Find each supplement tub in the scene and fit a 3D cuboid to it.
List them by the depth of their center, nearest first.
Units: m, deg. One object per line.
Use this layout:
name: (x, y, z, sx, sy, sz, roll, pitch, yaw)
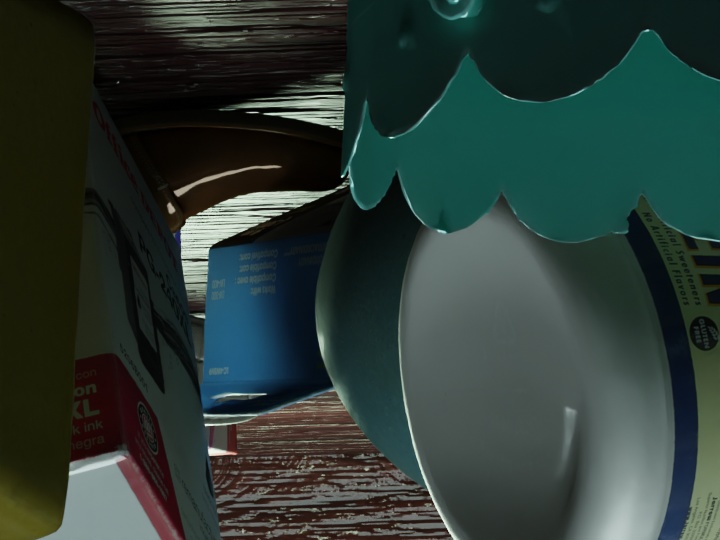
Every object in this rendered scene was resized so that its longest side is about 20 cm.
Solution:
supplement tub: (0.128, 0.025, 0.916, 0.199, 0.146, 0.145, -9, 176, -27)

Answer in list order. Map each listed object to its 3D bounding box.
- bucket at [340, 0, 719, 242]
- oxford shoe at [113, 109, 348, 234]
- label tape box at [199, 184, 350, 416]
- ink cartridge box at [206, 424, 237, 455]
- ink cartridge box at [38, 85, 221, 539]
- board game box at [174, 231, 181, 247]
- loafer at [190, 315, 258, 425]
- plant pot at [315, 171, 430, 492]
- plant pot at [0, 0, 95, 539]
bucket: (0.087, -0.088, 0.669, 0.205, 0.136, 0.207, -1, 171, 0)
oxford shoe: (-0.096, -0.034, 1.224, 0.198, 0.072, 0.071, -5, 170, 9)
label tape box: (0.000, 0.000, 1.207, 0.199, 0.067, 0.143, -22, -173, -26)
ink cartridge box: (-0.175, 0.110, 2.162, 0.116, 0.068, 0.200, -3, 173, 10)
ink cartridge box: (-0.118, 0.036, 1.094, 0.083, 0.201, 0.146, -15, 143, 6)
board game box: (-0.199, -0.012, 1.421, 0.134, 0.045, 0.200, 4, 170, -34)
loafer: (-0.153, 0.058, 1.871, 0.199, 0.072, 0.063, 12, -178, -34)
plant pot: (0.089, -0.017, 1.060, 0.198, 0.201, 0.135, 0, 143, -10)
plant pot: (-0.218, -0.022, 0.911, 0.194, 0.196, 0.200, -4, 162, 17)
